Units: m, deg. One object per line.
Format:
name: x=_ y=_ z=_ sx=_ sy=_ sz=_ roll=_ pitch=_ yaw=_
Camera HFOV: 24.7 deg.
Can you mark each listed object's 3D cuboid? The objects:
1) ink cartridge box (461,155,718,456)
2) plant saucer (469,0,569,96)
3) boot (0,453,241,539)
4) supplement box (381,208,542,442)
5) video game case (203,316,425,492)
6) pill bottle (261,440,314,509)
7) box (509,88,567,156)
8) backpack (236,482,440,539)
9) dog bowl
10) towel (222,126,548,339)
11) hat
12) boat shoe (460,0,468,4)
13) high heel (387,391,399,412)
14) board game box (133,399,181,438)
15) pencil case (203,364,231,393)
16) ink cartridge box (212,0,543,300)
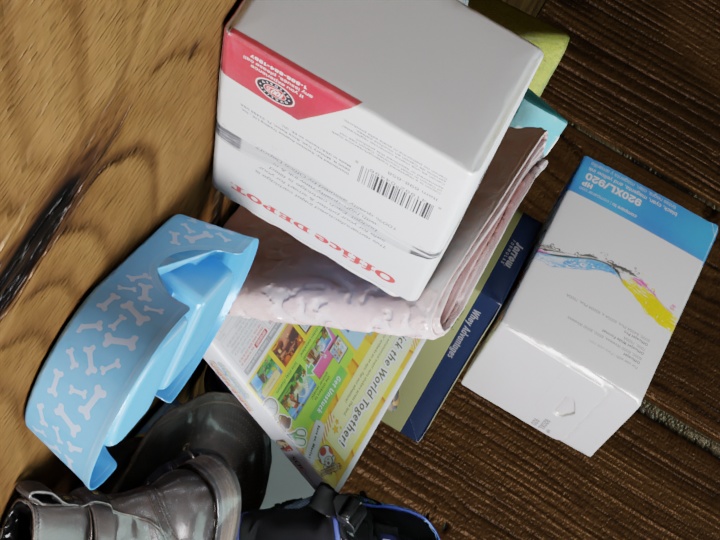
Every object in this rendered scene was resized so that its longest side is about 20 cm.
ink cartridge box: x=0.208 y=0.035 z=1.508 sx=0.201 sy=0.144 sz=0.148 roll=-60 pitch=177 yaw=-28
plant saucer: x=0.049 y=-0.134 z=1.305 sx=0.201 sy=0.048 sz=0.200 roll=-61 pitch=-145 yaw=8
boot: x=-0.158 y=0.205 z=0.999 sx=0.173 sy=0.069 sz=0.202 roll=-11 pitch=113 yaw=-48
supplement box: x=0.027 y=0.010 z=1.516 sx=0.135 sy=0.199 sz=0.201 roll=-56 pitch=175 yaw=-49
video game case: x=-0.031 y=0.026 z=1.176 sx=0.023 sy=0.182 sz=0.201 roll=-14 pitch=-147 yaw=43
pill bottle: x=-0.114 y=0.193 z=1.363 sx=0.200 sy=0.114 sz=0.114 roll=-43 pitch=-170 yaw=48
box: x=0.065 y=-0.126 z=1.199 sx=0.083 sy=0.049 sz=0.200 roll=-56 pitch=-141 yaw=13
backpack: x=-0.017 y=0.246 z=1.130 sx=0.200 sy=0.146 sz=0.185 roll=17 pitch=65 yaw=-61
dog bowl: x=-0.119 y=0.036 z=0.900 sx=0.112 sy=0.049 sz=0.200 roll=-62 pitch=175 yaw=28
towel: x=0.004 y=-0.030 z=1.070 sx=0.191 sy=0.198 sz=0.032 roll=-54 pitch=135 yaw=-39
hat: x=-0.148 y=0.162 z=1.120 sx=0.200 sy=0.080 sz=0.202 roll=-37 pitch=137 yaw=-45
boat shoe: x=0.022 y=-0.157 z=1.126 sx=0.201 sy=0.073 sz=0.067 roll=-58 pitch=177 yaw=-27
high heel: x=0.000 y=0.000 z=1.271 sx=0.071 sy=0.201 sz=0.143 roll=-6 pitch=-141 yaw=48
board game box: x=-0.199 y=0.212 z=1.271 sx=0.201 sy=0.036 sz=0.151 roll=-63 pitch=175 yaw=26
pencil case: x=-0.091 y=0.073 z=1.359 sx=0.077 sy=0.088 sz=0.200 roll=-17 pitch=165 yaw=-10
ink cartridge box: x=0.001 y=-0.079 z=0.894 sx=0.084 sy=0.143 sz=0.200 roll=-58 pitch=176 yaw=-21
